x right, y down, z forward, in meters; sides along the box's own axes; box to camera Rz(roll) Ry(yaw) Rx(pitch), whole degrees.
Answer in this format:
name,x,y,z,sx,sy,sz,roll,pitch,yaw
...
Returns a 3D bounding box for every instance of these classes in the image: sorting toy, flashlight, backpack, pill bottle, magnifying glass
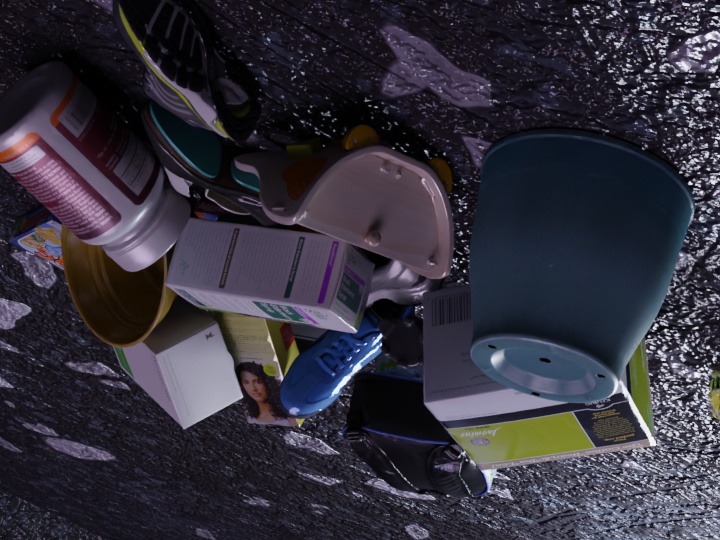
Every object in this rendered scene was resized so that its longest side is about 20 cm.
name,x,y,z,sx,sy,sz,roll,pitch,yaw
sorting toy,-0.027,-0.080,1.355,0.199,0.108,0.179,20,177,-41
flashlight,0.074,0.081,1.572,0.067,0.069,0.200,-8,178,13
backpack,0.092,0.200,1.815,0.181,0.148,0.200,5,150,25
pill bottle,-0.267,-0.099,1.407,0.114,0.115,0.200,-8,135,45
magnifying glass,-0.083,-0.039,1.516,0.199,0.023,0.079,-8,147,46

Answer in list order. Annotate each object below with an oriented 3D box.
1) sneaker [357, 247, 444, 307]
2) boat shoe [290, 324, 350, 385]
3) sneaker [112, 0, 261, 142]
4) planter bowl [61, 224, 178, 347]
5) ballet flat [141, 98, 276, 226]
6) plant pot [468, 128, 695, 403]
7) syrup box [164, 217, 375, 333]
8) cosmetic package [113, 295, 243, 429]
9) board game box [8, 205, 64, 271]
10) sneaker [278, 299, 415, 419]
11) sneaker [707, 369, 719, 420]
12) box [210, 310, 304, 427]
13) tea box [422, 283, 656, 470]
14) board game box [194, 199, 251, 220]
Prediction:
name,x,y,z,sx,sy,sz,roll,pitch,yaw
sneaker,0.000,0.000,1.548,0.199,0.074,0.079,-14,133,41
boat shoe,-0.093,0.095,1.688,0.198,0.057,0.069,5,155,25
sneaker,-0.167,-0.179,1.256,0.080,0.074,0.200,7,153,30
planter bowl,-0.245,-0.020,1.591,0.083,0.203,0.199,-10,180,-43
ballet flat,-0.147,-0.096,1.414,0.199,0.068,0.068,32,133,-28
plant pot,0.183,0.008,1.272,0.198,0.190,0.200,14,157,6
syrup box,-0.094,0.004,1.486,0.198,0.082,0.079,9,165,26
cosmetic package,-0.224,0.087,1.657,0.200,0.084,0.109,31,142,56
board game box,-0.320,-0.017,1.770,0.199,0.035,0.135,31,154,-27
sneaker,-0.015,0.082,1.592,0.066,0.200,0.079,44,157,12
sneaker,0.411,0.131,1.528,0.076,0.076,0.200,10,154,15
box,-0.115,0.084,1.619,0.075,0.050,0.202,0,123,27
tea box,0.188,0.104,1.489,0.198,0.135,0.197,-11,147,18
board game box,-0.108,-0.019,1.635,0.102,0.020,0.200,8,155,21
